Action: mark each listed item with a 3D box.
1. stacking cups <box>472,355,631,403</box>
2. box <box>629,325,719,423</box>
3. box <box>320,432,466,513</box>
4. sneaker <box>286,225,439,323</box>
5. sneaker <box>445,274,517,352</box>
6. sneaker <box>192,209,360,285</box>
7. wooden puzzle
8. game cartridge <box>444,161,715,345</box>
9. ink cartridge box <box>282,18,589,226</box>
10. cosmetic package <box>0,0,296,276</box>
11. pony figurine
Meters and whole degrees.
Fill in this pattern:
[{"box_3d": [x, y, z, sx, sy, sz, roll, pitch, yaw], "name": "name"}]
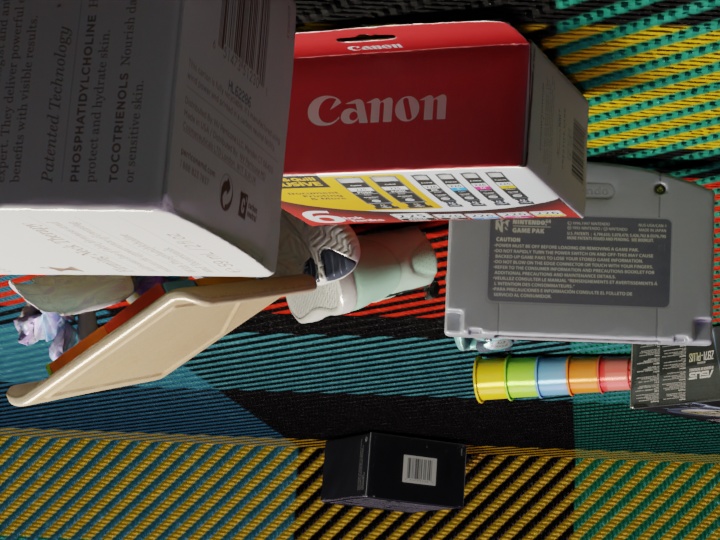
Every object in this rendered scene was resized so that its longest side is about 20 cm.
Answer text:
[{"box_3d": [0.241, 0.127, 2.239, 0.199, 0.061, 0.060, -7, 166, 19], "name": "stacking cups"}, {"box_3d": [0.433, 0.119, 2.046, 0.163, 0.087, 0.199, 12, 166, -34], "name": "box"}, {"box_3d": [0.058, 0.367, 3.261, 0.199, 0.124, 0.198, 10, 165, -24], "name": "box"}, {"box_3d": [0.000, 0.000, 1.620, 0.117, 0.074, 0.200, -15, -171, -19], "name": "sneaker"}, {"box_3d": [0.140, 0.033, 1.699, 0.077, 0.087, 0.200, 5, 168, -16], "name": "sneaker"}, {"box_3d": [-0.077, -0.016, 1.539, 0.198, 0.080, 0.129, -2, 169, 22], "name": "sneaker"}, {"box_3d": [-0.155, 0.047, 1.407, 0.199, 0.037, 0.185, -29, 170, 26], "name": "wooden puzzle"}, {"box_3d": [0.164, -0.013, 1.346, 0.198, 0.134, 0.042, 2, 168, 7], "name": "game cartridge"}, {"box_3d": [0.025, -0.089, 1.139, 0.199, 0.085, 0.175, -1, 167, 23], "name": "ink cartridge box"}, {"box_3d": [-0.156, -0.092, 0.965, 0.198, 0.168, 0.167, 0, 168, 18], "name": "cosmetic package"}, {"box_3d": [-0.209, -0.013, 1.405, 0.192, 0.167, 0.201, -13, 147, -30], "name": "pony figurine"}]
